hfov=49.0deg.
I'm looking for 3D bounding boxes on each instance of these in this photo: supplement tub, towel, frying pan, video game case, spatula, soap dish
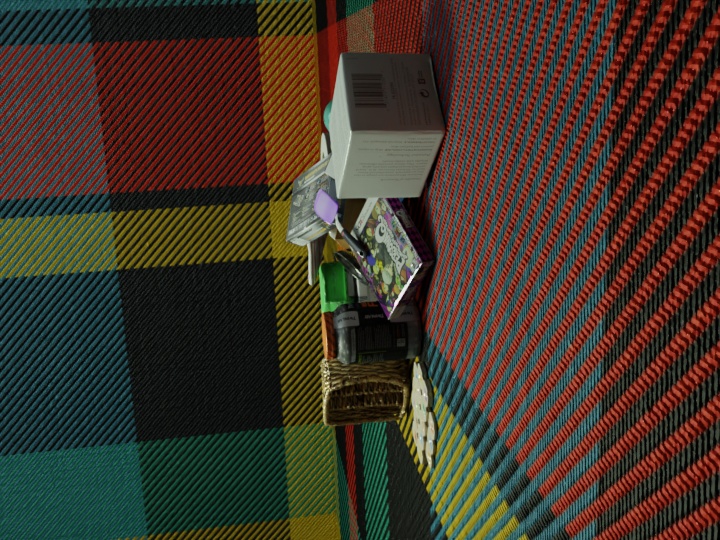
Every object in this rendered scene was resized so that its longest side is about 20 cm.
[{"bbox_3d":[0.021,0.126,1.626,0.122,0.195,0.126,176,90,-82],"label":"supplement tub"},{"bbox_3d":[-0.112,-0.083,1.962,0.202,0.029,0.149,-79,-9,-47],"label":"towel"},{"bbox_3d":[-0.013,-0.012,1.839,0.115,0.031,0.190,44,170,-1],"label":"frying pan"},{"bbox_3d":[0.054,-0.040,1.529,0.202,0.035,0.183,62,146,26],"label":"video game case"},{"bbox_3d":[-0.040,-0.089,1.614,0.201,0.020,0.057,53,131,37],"label":"spatula"},{"bbox_3d":[-0.002,-0.150,1.813,0.157,0.079,0.205,40,-117,-77],"label":"soap dish"}]

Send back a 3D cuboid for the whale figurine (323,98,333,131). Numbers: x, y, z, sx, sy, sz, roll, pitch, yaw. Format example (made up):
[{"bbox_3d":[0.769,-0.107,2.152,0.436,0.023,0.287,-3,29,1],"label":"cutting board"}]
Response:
[{"bbox_3d":[-0.051,-0.398,2.258,0.159,0.101,0.205,126,139,-78],"label":"whale figurine"}]

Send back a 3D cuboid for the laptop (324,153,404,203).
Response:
[{"bbox_3d":[0.019,-0.207,1.590,0.189,0.198,0.116,-63,-8,33],"label":"laptop"}]

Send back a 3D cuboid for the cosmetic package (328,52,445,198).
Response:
[{"bbox_3d":[0.039,-0.252,1.389,0.201,0.162,0.171,108,157,-62],"label":"cosmetic package"}]

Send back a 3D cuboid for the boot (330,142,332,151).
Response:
[{"bbox_3d":[0.009,-0.329,1.713,0.202,0.072,0.155,-55,17,4],"label":"boot"}]

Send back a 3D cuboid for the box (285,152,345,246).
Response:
[{"bbox_3d":[-0.097,-0.158,1.782,0.199,0.048,0.162,-25,53,55],"label":"box"}]

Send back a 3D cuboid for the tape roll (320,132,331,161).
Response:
[{"bbox_3d":[-0.026,-0.253,2.020,0.203,0.136,0.208,176,90,-82],"label":"tape roll"}]

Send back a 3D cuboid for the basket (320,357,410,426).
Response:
[{"bbox_3d":[0.012,0.266,1.772,0.143,0.195,0.153,122,145,-75],"label":"basket"}]

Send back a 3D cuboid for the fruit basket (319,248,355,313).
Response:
[{"bbox_3d":[-0.050,0.058,2.023,0.200,0.091,0.190,63,-159,-69],"label":"fruit basket"}]

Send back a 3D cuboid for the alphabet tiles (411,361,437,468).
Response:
[{"bbox_3d":[0.126,0.293,1.611,0.197,0.014,0.204,-105,13,-54],"label":"alphabet tiles"}]

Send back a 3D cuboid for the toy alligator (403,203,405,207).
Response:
[{"bbox_3d":[0.066,-0.139,1.668,0.055,0.058,0.204,96,167,-54],"label":"toy alligator"}]

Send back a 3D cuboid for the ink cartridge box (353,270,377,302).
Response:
[{"bbox_3d":[0.027,0.087,1.997,0.146,0.081,0.205,146,120,-82],"label":"ink cartridge box"}]
